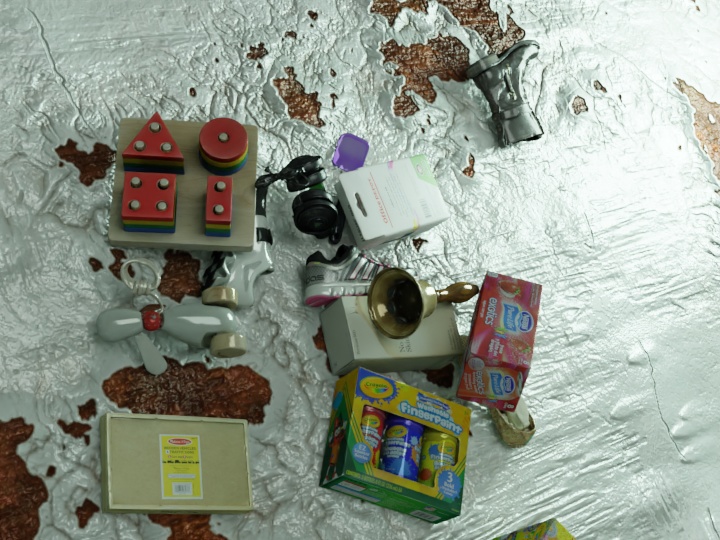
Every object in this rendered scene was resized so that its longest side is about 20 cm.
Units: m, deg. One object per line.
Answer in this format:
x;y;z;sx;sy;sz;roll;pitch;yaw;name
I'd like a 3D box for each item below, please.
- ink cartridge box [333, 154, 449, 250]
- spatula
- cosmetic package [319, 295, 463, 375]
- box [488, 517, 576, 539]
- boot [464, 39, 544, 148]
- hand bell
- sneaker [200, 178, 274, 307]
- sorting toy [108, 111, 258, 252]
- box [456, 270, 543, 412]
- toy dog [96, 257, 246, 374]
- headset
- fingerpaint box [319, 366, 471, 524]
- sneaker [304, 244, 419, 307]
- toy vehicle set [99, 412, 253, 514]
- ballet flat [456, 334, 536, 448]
0.036;-0.105;1.800;0.200;0.067;0.117;-16;82;-44;ink cartridge box
-0.026;-0.129;1.818;0.056;0.021;0.201;24;58;-23;spatula
0.048;0.095;1.726;0.199;0.073;0.104;-1;68;-34;cosmetic package
0.254;0.475;1.598;0.200;0.193;0.122;46;52;-6;box
0.286;-0.316;2.089;0.200;0.069;0.174;-28;90;-34;boot
0.112;0.038;1.712;0.200;0.104;0.104;-8;72;-49;hand bell
-0.160;-0.036;1.662;0.088;0.074;0.200;29;63;-24;sneaker
-0.245;-0.134;1.604;0.199;0.070;0.199;2;64;-6;sorting toy
0.213;0.105;1.744;0.095;0.100;0.200;15;40;3;box
-0.250;0.077;1.551;0.199;0.096;0.132;18;61;-7;toy dog
-0.089;-0.112;1.692;0.094;0.200;0.124;-18;75;6;headset
0.055;0.253;1.653;0.200;0.073;0.167;23;57;-22;fingerpaint box
0.000;0.000;1.738;0.199;0.074;0.088;-6;77;-29;sneaker
-0.238;0.253;1.496;0.199;0.027;0.125;8;64;-30;toy vehicle set
0.217;0.180;1.796;0.070;0.065;0.200;-28;84;-38;ballet flat
